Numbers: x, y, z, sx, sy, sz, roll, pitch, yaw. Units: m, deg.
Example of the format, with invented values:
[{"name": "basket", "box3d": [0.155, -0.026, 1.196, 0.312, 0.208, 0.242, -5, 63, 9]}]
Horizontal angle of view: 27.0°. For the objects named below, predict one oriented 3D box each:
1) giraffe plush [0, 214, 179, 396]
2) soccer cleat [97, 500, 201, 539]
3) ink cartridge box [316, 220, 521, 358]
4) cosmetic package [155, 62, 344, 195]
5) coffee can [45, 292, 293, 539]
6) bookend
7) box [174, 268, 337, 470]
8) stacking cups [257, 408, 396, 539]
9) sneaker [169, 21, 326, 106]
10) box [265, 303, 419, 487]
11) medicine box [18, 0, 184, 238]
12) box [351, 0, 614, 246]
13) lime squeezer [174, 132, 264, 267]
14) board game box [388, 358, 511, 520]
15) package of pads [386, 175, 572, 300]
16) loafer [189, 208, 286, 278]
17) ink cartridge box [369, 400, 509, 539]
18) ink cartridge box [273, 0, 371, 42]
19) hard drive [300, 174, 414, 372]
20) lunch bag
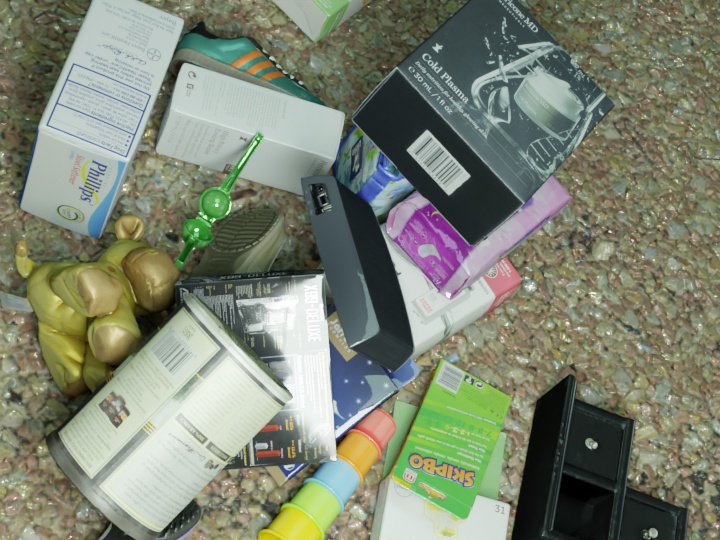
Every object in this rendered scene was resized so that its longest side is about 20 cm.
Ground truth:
[{"name": "giraffe plush", "box3d": [-0.260, 0.029, 1.588, 0.199, 0.174, 0.162, 29, 39, 36]}, {"name": "soccer cleat", "box3d": [-0.237, 0.294, 1.508, 0.068, 0.074, 0.200, 23, 36, 26]}, {"name": "ink cartridge box", "box3d": [0.064, 0.014, 1.738, 0.199, 0.083, 0.147, -30, 79, -30]}, {"name": "cosmetic package", "box3d": [-0.129, -0.160, 1.740, 0.198, 0.102, 0.075, 17, 61, -11]}, {"name": "coffee can", "box3d": [-0.185, 0.144, 1.461, 0.200, 0.146, 0.146, -45, 85, -2]}, {"name": "bookend", "box3d": [0.289, 0.254, 1.701, 0.199, 0.092, 0.200, 22, 60, -11]}, {"name": "box", "box3d": [-0.108, 0.104, 1.566, 0.156, 0.050, 0.202, -5, 95, -1]}, {"name": "stacking cups", "box3d": [-0.029, 0.233, 1.616, 0.060, 0.061, 0.200, 41, 55, 2]}, {"name": "sneaker", "box3d": [-0.124, -0.237, 1.795, 0.199, 0.071, 0.080, 24, 64, -7]}, {"name": "box", "box3d": [-0.046, 0.125, 1.627, 0.200, 0.032, 0.121, -38, 81, -6]}, {"name": "medicine box", "box3d": [-0.284, -0.170, 1.637, 0.102, 0.182, 0.201, 22, 59, -9]}, {"name": "box", "box3d": [0.135, -0.174, 1.640, 0.200, 0.124, 0.197, 46, 55, -2]}, {"name": "lime squeezer", "box3d": [-0.167, -0.069, 1.653, 0.038, 0.071, 0.201, 25, 56, 6]}, {"name": "board game box", "box3d": [0.100, 0.190, 1.666, 0.095, 0.030, 0.200, 29, 40, -1]}, {"name": "package of pads", "box3d": [0.137, -0.070, 1.714, 0.200, 0.076, 0.121, -36, 80, -32]}, {"name": "loafer", "box3d": [-0.140, 0.003, 1.676, 0.075, 0.069, 0.200, 7, 39, 24]}, {"name": "ink cartridge box", "box3d": [0.093, 0.248, 1.658, 0.144, 0.048, 0.201, 18, 63, -11]}, {"name": "ink cartridge box", "box3d": [-0.023, -0.394, 1.911, 0.117, 0.067, 0.200, 46, 60, 6]}, {"name": "hard drive", "box3d": [0.000, 0.000, 1.599, 0.042, 0.135, 0.201, -24, 66, 17]}, {"name": "lunch bag", "box3d": [0.048, -0.140, 1.754, 0.127, 0.170, 0.200, 38, 58, -2]}]
